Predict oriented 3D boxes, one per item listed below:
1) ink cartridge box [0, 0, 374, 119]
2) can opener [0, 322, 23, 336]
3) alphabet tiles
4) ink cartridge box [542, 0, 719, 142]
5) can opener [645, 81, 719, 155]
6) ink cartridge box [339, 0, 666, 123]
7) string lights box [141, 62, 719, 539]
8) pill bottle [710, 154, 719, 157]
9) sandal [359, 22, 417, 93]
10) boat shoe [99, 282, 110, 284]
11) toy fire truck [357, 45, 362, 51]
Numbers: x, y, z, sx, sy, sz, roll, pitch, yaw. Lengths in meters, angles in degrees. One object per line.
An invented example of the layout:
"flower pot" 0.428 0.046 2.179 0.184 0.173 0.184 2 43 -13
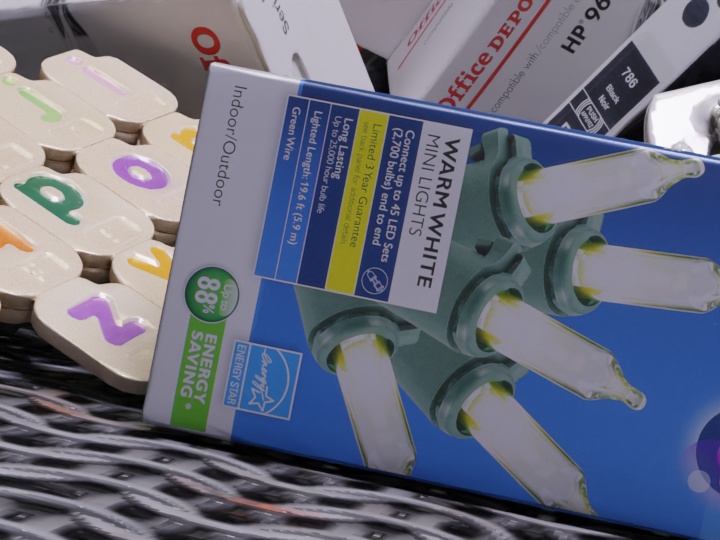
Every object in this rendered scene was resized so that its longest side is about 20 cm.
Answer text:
"ink cartridge box" -0.103 -0.081 0.780 0.200 0.084 0.146 -1 -46 24
"can opener" -0.136 -0.011 0.694 0.066 0.053 0.200 11 3 -10
"alphabet tiles" -0.115 -0.028 0.595 0.196 0.015 0.200 33 32 17
"ink cartridge box" 0.145 -0.068 0.747 0.099 0.200 0.039 21 32 -41
"can opener" 0.204 -0.061 0.706 0.200 0.053 0.066 -15 -19 -7
"ink cartridge box" 0.091 -0.098 0.818 0.200 0.116 0.068 25 30 -20
"string lights box" 0.050 0.011 0.495 0.200 0.103 0.059 11 3 7
"pill bottle" 0.155 0.020 0.624 0.200 0.112 0.112 9 4 -31
"sandal" -0.025 -0.055 0.890 0.075 0.200 0.048 53 5 -27
"boat shoe" -0.005 0.003 0.722 0.200 0.072 0.068 8 5 -5
"toy fire truck" -0.045 -0.131 0.999 0.176 0.200 0.129 -30 -14 27
